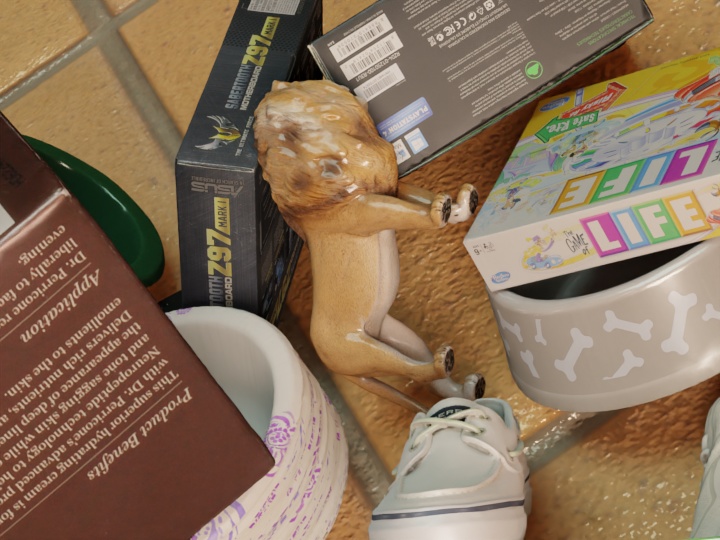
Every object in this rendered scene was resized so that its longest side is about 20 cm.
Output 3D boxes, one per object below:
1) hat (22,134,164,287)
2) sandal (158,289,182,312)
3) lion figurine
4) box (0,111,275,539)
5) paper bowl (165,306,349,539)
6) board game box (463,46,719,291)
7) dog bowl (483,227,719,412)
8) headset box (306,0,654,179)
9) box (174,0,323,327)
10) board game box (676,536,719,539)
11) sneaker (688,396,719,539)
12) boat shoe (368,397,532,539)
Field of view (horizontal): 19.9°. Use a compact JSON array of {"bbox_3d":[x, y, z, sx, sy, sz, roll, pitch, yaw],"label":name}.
[{"bbox_3d":[-0.234,0.022,1.324,0.177,0.165,0.200,-57,-6,21],"label":"hat"},{"bbox_3d":[-0.149,0.040,1.256,0.199,0.045,0.075,-29,34,-8],"label":"sandal"},{"bbox_3d":[0.000,0.000,1.092,0.121,0.202,0.072,7,18,25],"label":"lion figurine"},{"bbox_3d":[-0.179,0.049,0.993,0.166,0.201,0.164,-39,36,-8],"label":"box"},{"bbox_3d":[-0.099,0.125,1.100,0.199,0.105,0.202,-20,40,18],"label":"paper bowl"},{"bbox_3d":[0.161,-0.062,1.034,0.199,0.034,0.135,-15,29,35],"label":"board game box"},{"bbox_3d":[0.153,-0.014,1.069,0.199,0.059,0.201,-26,25,13],"label":"dog bowl"},{"bbox_3d":[0.069,-0.134,1.207,0.173,0.093,0.200,-31,2,3],"label":"headset box"},{"bbox_3d":[-0.062,-0.057,1.214,0.050,0.159,0.201,7,41,8],"label":"box"},{"bbox_3d":[0.144,0.179,0.846,0.198,0.029,0.136,-8,63,25],"label":"board game box"},{"bbox_3d":[0.189,0.099,0.953,0.081,0.075,0.201,-6,39,47],"label":"sneaker"},{"bbox_3d":[0.042,0.094,0.967,0.073,0.068,0.200,-6,-1,7],"label":"boat shoe"}]
